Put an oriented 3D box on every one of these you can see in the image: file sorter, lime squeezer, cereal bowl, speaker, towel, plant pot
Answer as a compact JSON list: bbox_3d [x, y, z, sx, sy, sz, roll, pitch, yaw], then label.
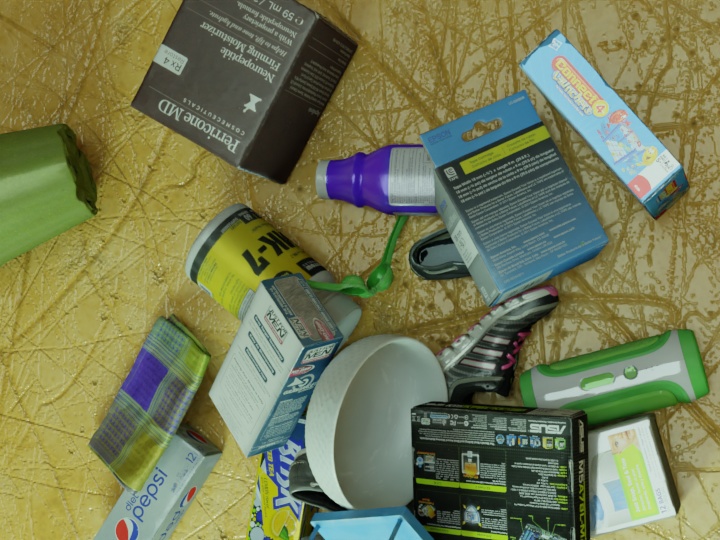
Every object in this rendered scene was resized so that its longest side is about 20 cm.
[{"bbox_3d":[0.030,0.366,1.436,0.138,0.123,0.200,-14,123,42],"label":"file sorter"},{"bbox_3d":[0.000,0.000,1.558,0.038,0.199,0.071,6,117,47],"label":"lime squeezer"},{"bbox_3d":[0.007,0.167,1.496,0.083,0.199,0.202,10,90,42],"label":"cereal bowl"},{"bbox_3d":[0.283,0.126,1.500,0.199,0.088,0.089,-16,83,14],"label":"speaker"},{"bbox_3d":[-0.261,0.163,1.650,0.201,0.023,0.143,-59,38,4],"label":"towel"},{"bbox_3d":[-0.437,-0.098,1.685,0.189,0.200,0.201,-18,82,1],"label":"plant pot"}]

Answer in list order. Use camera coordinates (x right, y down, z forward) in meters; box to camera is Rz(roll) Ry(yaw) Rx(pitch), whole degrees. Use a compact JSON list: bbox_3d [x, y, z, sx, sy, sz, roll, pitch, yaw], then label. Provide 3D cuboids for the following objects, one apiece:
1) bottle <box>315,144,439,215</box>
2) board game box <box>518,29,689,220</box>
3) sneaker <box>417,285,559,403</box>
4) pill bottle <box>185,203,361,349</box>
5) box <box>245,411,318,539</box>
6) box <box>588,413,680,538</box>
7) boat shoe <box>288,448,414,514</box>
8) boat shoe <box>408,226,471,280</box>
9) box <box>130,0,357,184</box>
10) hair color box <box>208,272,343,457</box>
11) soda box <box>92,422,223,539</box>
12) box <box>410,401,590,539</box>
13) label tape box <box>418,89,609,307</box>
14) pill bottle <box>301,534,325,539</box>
[{"bbox_3d":[0.047,-0.107,1.593,0.198,0.065,0.084,1,82,16],"label":"bottle"},{"bbox_3d":[0.271,-0.154,1.464,0.056,0.196,0.200,-42,78,10],"label":"board game box"},{"bbox_3d":[0.160,0.097,1.547,0.200,0.074,0.088,-40,77,15],"label":"sneaker"},{"bbox_3d":[-0.103,0.021,1.604,0.200,0.114,0.115,38,97,14],"label":"pill bottle"},{"bbox_3d":[-0.088,0.269,1.612,0.070,0.064,0.202,9,90,17],"label":"box"},{"bbox_3d":[0.245,0.241,1.499,0.199,0.101,0.113,-17,82,14],"label":"box"},{"bbox_3d":[0.004,0.275,1.553,0.199,0.057,0.067,27,135,-10],"label":"boat shoe"},{"bbox_3d":[0.150,-0.028,1.560,0.198,0.062,0.073,-11,81,14],"label":"boat shoe"},{"bbox_3d":[-0.134,-0.235,1.600,0.165,0.164,0.201,30,95,15],"label":"box"},{"bbox_3d":[-0.098,0.108,1.511,0.100,0.060,0.201,54,137,27],"label":"hair color box"},{"bbox_3d":[-0.256,0.289,1.659,0.068,0.063,0.201,34,96,16],"label":"soda box"},{"bbox_3d":[0.149,0.244,1.443,0.199,0.047,0.195,-1,95,34],"label":"box"},{"bbox_3d":[0.166,-0.081,1.507,0.143,0.063,0.201,-24,77,-14],"label":"label tape box"},{"bbox_3d":[-0.027,0.414,1.561,0.113,0.114,0.202,1,87,16],"label":"pill bottle"}]
